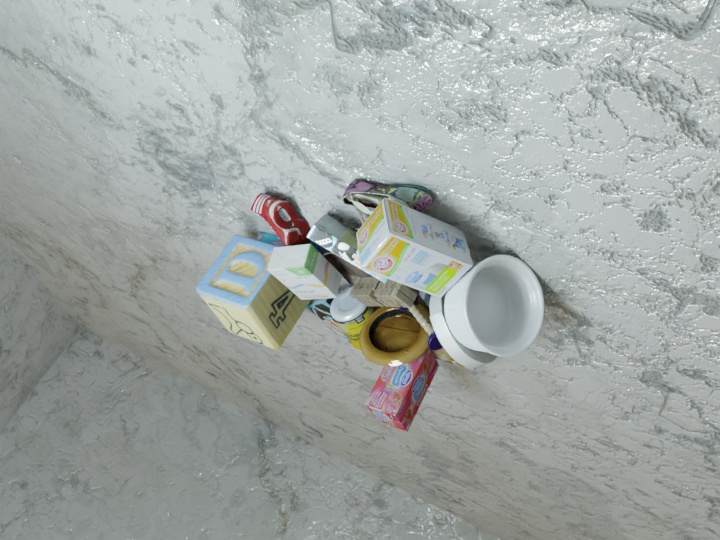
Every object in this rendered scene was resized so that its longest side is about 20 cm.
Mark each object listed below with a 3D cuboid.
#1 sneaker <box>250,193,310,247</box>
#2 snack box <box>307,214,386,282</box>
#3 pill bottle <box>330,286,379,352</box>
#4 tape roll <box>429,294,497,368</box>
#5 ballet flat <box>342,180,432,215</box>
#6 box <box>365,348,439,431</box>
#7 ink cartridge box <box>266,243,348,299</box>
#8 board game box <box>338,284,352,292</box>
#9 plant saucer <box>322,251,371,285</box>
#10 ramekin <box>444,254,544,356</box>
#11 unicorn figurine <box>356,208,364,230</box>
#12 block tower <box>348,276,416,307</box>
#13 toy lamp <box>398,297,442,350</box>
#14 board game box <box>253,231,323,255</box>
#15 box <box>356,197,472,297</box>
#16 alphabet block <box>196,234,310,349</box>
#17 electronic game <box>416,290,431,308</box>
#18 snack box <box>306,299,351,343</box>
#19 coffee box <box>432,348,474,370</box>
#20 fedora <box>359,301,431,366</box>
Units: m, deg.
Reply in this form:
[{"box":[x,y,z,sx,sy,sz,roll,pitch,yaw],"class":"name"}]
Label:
[{"box":[-0.197,-0.124,1.720,0.115,0.078,0.201,35,159,33],"class":"sneaker"},{"box":[-0.015,-0.052,1.577,0.199,0.116,0.037,31,110,1],"class":"snack box"},{"box":[0.011,0.142,1.816,0.111,0.112,0.200,6,143,40],"class":"pill bottle"},{"box":[0.229,0.111,1.515,0.203,0.204,0.037,42,132,-21],"class":"tape roll"},{"box":[0.049,-0.137,1.417,0.199,0.071,0.069,13,146,31],"class":"ballet flat"},{"box":[0.107,0.284,1.755,0.095,0.201,0.100,14,151,33],"class":"box"},{"box":[-0.126,0.016,1.743,0.116,0.068,0.200,-4,149,31],"class":"ink cartridge box"},{"box":[-0.022,0.107,1.948,0.126,0.035,0.200,34,153,-8],"class":"board game box"},{"box":[0.000,0.000,1.720,0.199,0.032,0.200,25,163,8],"class":"plant saucer"},{"box":[0.266,0.073,1.423,0.200,0.201,0.098,40,159,-18],"class":"ramekin"},{"box":[0.082,-0.056,1.519,0.200,0.074,0.137,46,146,-22],"class":"unicorn figurine"},{"box":[0.054,0.050,1.642,0.058,0.054,0.199,38,161,-27],"class":"block tower"},{"box":[0.133,0.103,1.615,0.200,0.058,0.058,56,178,47],"class":"toy lamp"},{"box":[-0.175,-0.022,1.872,0.199,0.045,0.153,14,149,32],"class":"board game box"},{"box":[0.104,-0.043,1.382,0.199,0.102,0.113,20,131,-27],"class":"box"},{"box":[-0.274,0.057,1.843,0.194,0.197,0.201,17,151,32],"class":"alphabet block"},{"box":[0.192,0.100,1.616,0.201,0.042,0.200,52,-178,-3],"class":"electronic game"},{"box":[-0.049,0.139,1.947,0.200,0.037,0.116,40,152,-21],"class":"snack box"},{"box":[0.202,0.167,1.770,0.199,0.080,0.115,14,149,30],"class":"coffee box"},{"box":[0.096,0.163,1.687,0.199,0.201,0.082,9,148,37],"class":"fedora"}]
